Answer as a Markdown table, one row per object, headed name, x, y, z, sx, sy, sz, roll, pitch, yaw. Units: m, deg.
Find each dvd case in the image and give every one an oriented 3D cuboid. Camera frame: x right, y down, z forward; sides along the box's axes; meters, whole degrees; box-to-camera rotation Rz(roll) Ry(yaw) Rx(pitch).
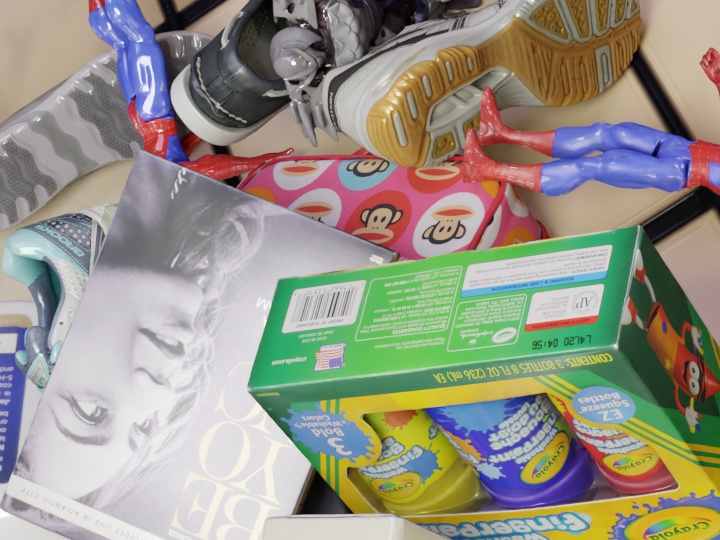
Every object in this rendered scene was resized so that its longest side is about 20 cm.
| name | x | y | z | sx | sy | sz | roll | pitch | yaw |
| --- | --- | --- | --- | --- | --- | --- | --- | --- | --- |
| dvd case | -0.084 | 0.057 | 1.307 | 0.148 | 0.016 | 0.201 | 22 | 91 | 10 |

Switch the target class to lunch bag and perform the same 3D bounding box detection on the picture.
| name | x | y | z | sx | sy | sz | roll | pitch | yaw |
| --- | --- | --- | --- | --- | --- | --- | --- | --- | --- |
| lunch bag | 0.000 | 0.000 | 1.396 | 0.199 | 0.082 | 0.177 | 5 | 58 | 39 |

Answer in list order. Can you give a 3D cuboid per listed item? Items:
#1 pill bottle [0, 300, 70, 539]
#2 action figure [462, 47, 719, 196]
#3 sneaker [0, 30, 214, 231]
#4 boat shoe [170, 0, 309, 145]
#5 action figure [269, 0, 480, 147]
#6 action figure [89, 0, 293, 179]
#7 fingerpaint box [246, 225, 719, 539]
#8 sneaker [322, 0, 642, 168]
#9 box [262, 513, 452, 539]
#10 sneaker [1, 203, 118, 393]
| name | x | y | z | sx | sy | sz | roll | pitch | yaw |
| --- | --- | --- | --- | --- | --- | --- | --- | --- | --- |
| pill bottle | -0.190 | 0.128 | 1.399 | 0.119 | 0.120 | 0.201 | -19 | 46 | 22 |
| action figure | 0.156 | -0.077 | 1.304 | 0.198 | 0.100 | 0.065 | 11 | 40 | 10 |
| sneaker | -0.175 | -0.100 | 1.614 | 0.199 | 0.075 | 0.082 | -26 | 20 | 1 |
| boat shoe | -0.037 | -0.138 | 1.502 | 0.060 | 0.076 | 0.200 | -40 | 9 | 39 |
| action figure | 0.008 | -0.150 | 1.456 | 0.069 | 0.131 | 0.200 | 17 | 34 | 25 |
| action figure | -0.104 | -0.109 | 1.534 | 0.098 | 0.202 | 0.065 | -9 | -3 | -22 |
| fingerpaint box | 0.073 | 0.068 | 1.221 | 0.199 | 0.167 | 0.074 | -8 | 49 | 30 |
| sneaker | 0.066 | -0.122 | 1.411 | 0.199 | 0.076 | 0.087 | -22 | 26 | -31 |
| box | -0.002 | 0.219 | 1.165 | 0.077 | 0.095 | 0.202 | -4 | 69 | 32 |
| sneaker | -0.141 | 0.061 | 1.364 | 0.078 | 0.086 | 0.201 | -49 | 55 | 48 |
